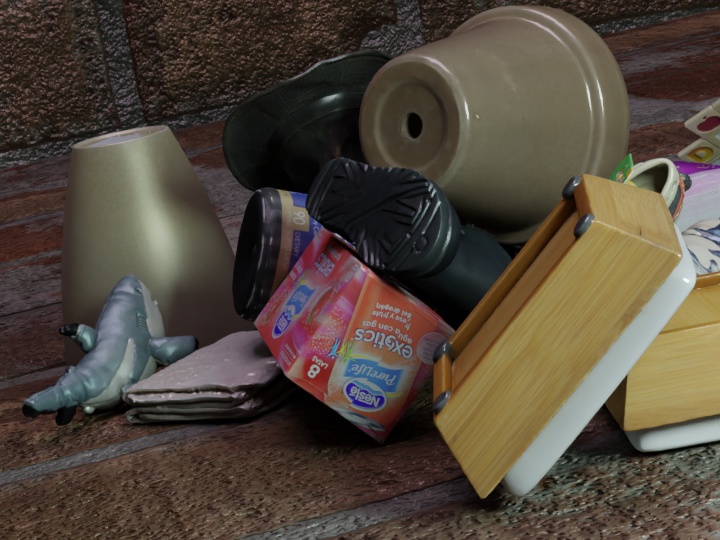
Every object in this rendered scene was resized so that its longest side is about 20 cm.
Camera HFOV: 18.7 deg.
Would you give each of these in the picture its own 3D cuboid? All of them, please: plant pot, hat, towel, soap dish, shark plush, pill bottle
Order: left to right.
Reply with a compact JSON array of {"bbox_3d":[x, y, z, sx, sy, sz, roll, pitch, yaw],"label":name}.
[{"bbox_3d":[-0.231,0.078,1.855,0.091,0.084,0.200,-23,11,47],"label":"shark plush"},{"bbox_3d":[-0.206,-0.027,2.048,0.186,0.202,0.187,-11,12,2],"label":"plant pot"},{"bbox_3d":[-0.098,0.082,1.828,0.132,0.035,0.200,-4,13,28],"label":"towel"},{"bbox_3d":[-0.021,-0.096,1.863,0.199,0.081,0.201,-16,-27,-8],"label":"hat"},{"bbox_3d":[0.000,0.000,1.825,0.198,0.113,0.112,9,7,-14],"label":"pill bottle"},{"bbox_3d":[0.091,-0.117,1.776,0.199,0.202,0.174,-1,3,41],"label":"plant pot"},{"bbox_3d":[0.125,0.036,1.413,0.200,0.081,0.157,-52,8,14],"label":"soap dish"},{"bbox_3d":[0.240,0.055,1.517,0.156,0.082,0.200,-11,10,0],"label":"soap dish"}]

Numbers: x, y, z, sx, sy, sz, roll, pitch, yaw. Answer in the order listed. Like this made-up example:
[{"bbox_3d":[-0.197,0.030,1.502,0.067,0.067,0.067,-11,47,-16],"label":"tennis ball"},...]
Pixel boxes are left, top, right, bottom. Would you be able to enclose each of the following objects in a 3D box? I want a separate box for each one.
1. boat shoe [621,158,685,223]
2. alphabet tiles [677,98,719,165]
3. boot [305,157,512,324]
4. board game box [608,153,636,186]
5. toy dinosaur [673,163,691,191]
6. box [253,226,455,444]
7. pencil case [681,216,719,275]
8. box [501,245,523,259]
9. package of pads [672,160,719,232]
[{"bbox_3d":[0.181,-0.012,1.750,0.200,0.071,0.063,-42,-18,-5],"label":"boat shoe"},{"bbox_3d":[0.404,-0.129,2.083,0.166,0.006,0.199,-34,-40,31],"label":"alphabet tiles"},{"bbox_3d":[0.065,-0.011,1.652,0.168,0.077,0.200,31,-2,-29],"label":"boot"},{"bbox_3d":[0.154,0.004,1.654,0.030,0.201,0.096,31,13,-2],"label":"board game box"},{"bbox_3d":[0.208,-0.021,1.868,0.200,0.102,0.136,-52,32,-6],"label":"toy dinosaur"},{"bbox_3d":[-0.008,0.046,1.669,0.103,0.094,0.200,-54,13,3],"label":"box"},{"bbox_3d":[0.245,0.016,1.717,0.089,0.078,0.199,-23,0,41],"label":"pencil case"},{"bbox_3d":[0.057,-0.039,1.952,0.199,0.162,0.044,-3,-10,33],"label":"box"},{"bbox_3d":[0.250,-0.044,2.021,0.199,0.076,0.120,-16,15,-27],"label":"package of pads"}]
